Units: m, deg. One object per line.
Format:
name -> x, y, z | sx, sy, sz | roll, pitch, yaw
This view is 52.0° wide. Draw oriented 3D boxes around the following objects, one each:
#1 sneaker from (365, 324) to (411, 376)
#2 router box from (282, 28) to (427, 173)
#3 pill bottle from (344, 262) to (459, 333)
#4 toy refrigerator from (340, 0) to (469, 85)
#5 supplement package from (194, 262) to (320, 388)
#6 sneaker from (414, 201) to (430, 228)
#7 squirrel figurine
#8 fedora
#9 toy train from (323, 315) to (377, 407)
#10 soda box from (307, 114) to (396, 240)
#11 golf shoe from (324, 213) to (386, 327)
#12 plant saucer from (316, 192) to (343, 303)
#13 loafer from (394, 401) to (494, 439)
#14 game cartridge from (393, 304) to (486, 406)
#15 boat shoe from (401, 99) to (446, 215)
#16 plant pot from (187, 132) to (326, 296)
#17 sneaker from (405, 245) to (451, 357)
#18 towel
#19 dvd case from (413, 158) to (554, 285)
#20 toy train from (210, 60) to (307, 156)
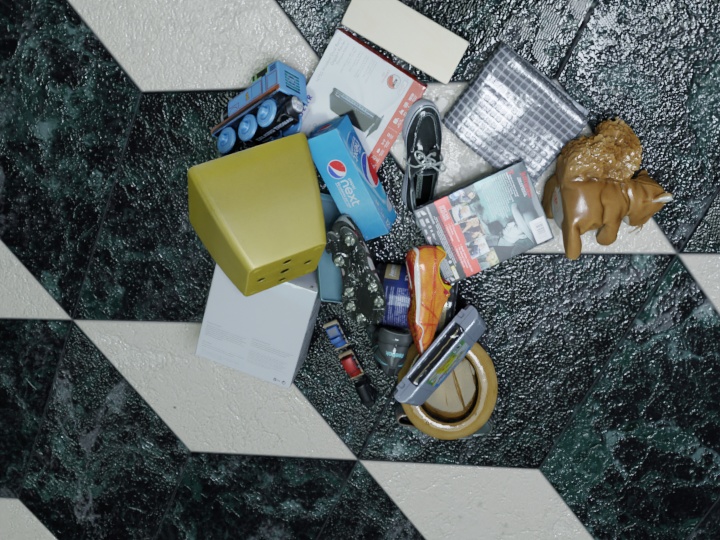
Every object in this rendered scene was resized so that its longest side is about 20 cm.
sneaker -> 0.043, 0.139, 1.328 | 0.074, 0.200, 0.081 | 8, 90, -4
router box -> -0.010, -0.277, 1.268 | 0.178, 0.049, 0.201 | 31, 111, -3
pill bottle -> 0.075, 0.047, 1.337 | 0.196, 0.112, 0.114 | 8, 111, 6
toy refrigerator -> 0.073, -0.386, 1.207 | 0.198, 0.070, 0.077 | 29, 105, -2
supplement package -> -0.177, 0.072, 1.367 | 0.188, 0.147, 0.203 | 19, 111, 2
sneaker -> 0.191, -0.074, 1.270 | 0.197, 0.073, 0.072 | 9, 132, -12
squirrel figurine -> 0.408, -0.138, 1.197 | 0.183, 0.142, 0.203 | -6, 120, -4
fedora -> 0.163, 0.210, 1.386 | 0.197, 0.082, 0.204 | 0, 93, 7
toy train -> -0.020, 0.180, 1.434 | 0.034, 0.046, 0.202 | -22, 104, 16
soda box -> -0.014, -0.152, 1.249 | 0.067, 0.064, 0.202 | -16, 116, 28
golf shoe -> 0.000, 0.000, 1.252 | 0.076, 0.089, 0.202 | -9, 120, 13
plant saucer -> -0.054, -0.039, 1.304 | 0.019, 0.069, 0.203 | -27, 63, 47
loafer -> 0.161, 0.297, 1.438 | 0.196, 0.063, 0.073 | 9, 111, 6
game cartridge -> 0.141, 0.151, 1.274 | 0.040, 0.133, 0.201 | 41, 92, 17
boat shoe -> 0.106, -0.183, 1.250 | 0.072, 0.068, 0.202 | -1, 121, -17
plant pot -> -0.158, -0.076, 1.211 | 0.197, 0.200, 0.178 | -21, 76, -19
sneaker -> 0.118, 0.056, 1.239 | 0.076, 0.073, 0.203 | -6, 116, -11
towel -> 0.257, -0.248, 1.217 | 0.199, 0.086, 0.166 | 37, 112, -5
dvd case -> 0.205, -0.078, 1.231 | 0.198, 0.022, 0.148 | -24, 104, 12
toy train -> -0.173, -0.264, 1.260 | 0.198, 0.086, 0.116 | -23, 62, 37
